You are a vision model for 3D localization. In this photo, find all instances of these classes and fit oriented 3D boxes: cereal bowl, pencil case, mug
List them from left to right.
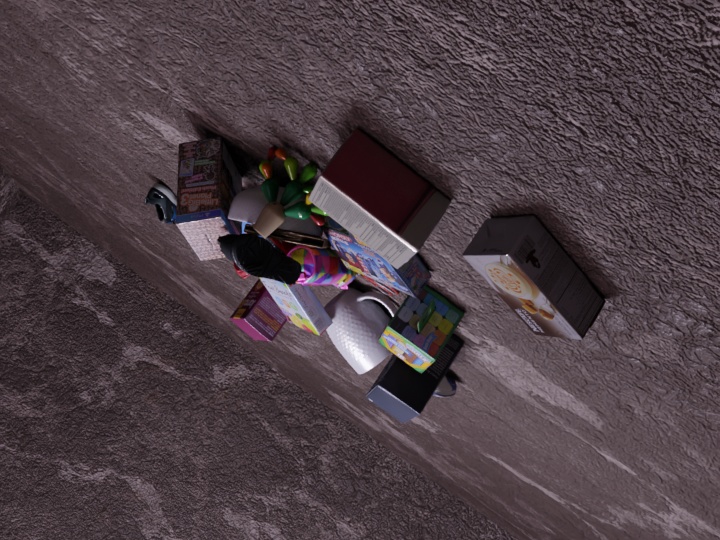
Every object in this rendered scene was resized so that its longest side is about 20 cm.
[{"bbox_3d":[-0.168,-0.127,1.681,0.197,0.085,0.200,10,-178,0],"label":"cereal bowl"},{"bbox_3d":[-0.079,-0.006,1.759,0.088,0.089,0.199,26,-171,29],"label":"pencil case"},{"bbox_3d":[0.010,0.124,1.976,0.176,0.148,0.199,50,130,-6],"label":"mug"}]

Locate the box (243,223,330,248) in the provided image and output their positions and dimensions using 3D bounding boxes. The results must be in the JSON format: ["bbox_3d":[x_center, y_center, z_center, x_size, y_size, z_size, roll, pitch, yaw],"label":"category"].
[{"bbox_3d":[-0.144,-0.069,1.687,0.161,0.022,0.200,11,-179,1],"label":"box"}]

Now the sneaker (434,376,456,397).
[{"bbox_3d":[0.168,0.250,2.069,0.197,0.117,0.080,12,180,-36],"label":"sneaker"}]

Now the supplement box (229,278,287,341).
[{"bbox_3d":[-0.239,0.081,2.204,0.103,0.201,0.130,42,160,-20],"label":"supplement box"}]

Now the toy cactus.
[{"bbox_3d":[-0.139,-0.133,1.551,0.199,0.166,0.102,38,174,19],"label":"toy cactus"}]

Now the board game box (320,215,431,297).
[{"bbox_3d":[0.018,-0.056,1.605,0.199,0.062,0.201,24,156,38],"label":"board game box"}]

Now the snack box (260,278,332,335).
[{"bbox_3d":[-0.163,0.052,1.929,0.141,0.053,0.201,15,142,53],"label":"snack box"}]

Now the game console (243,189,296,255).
[{"bbox_3d":[-0.250,-0.077,1.944,0.200,0.118,0.173,47,-167,-31],"label":"game console"}]

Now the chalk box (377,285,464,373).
[{"bbox_3d":[0.129,0.116,1.723,0.123,0.125,0.200,35,164,3],"label":"chalk box"}]

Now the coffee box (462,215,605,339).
[{"bbox_3d":[0.269,0.012,1.273,0.200,0.080,0.114,45,161,-24],"label":"coffee box"}]

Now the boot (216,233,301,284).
[{"bbox_3d":[-0.224,-0.037,1.630,0.161,0.074,0.197,23,178,39],"label":"boot"}]

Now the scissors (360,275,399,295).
[{"bbox_3d":[0.000,0.000,1.841,0.199,0.014,0.073,34,166,-2],"label":"scissors"}]

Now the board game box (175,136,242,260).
[{"bbox_3d":[-0.319,-0.151,1.753,0.095,0.203,0.160,-8,151,6],"label":"board game box"}]

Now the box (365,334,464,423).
[{"bbox_3d":[0.123,0.233,1.908,0.123,0.199,0.200,35,163,3],"label":"box"}]

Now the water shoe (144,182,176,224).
[{"bbox_3d":[-0.546,-0.165,2.365,0.071,0.079,0.200,17,154,45],"label":"water shoe"}]

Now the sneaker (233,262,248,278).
[{"bbox_3d":[-0.250,-0.014,2.125,0.199,0.116,0.079,19,156,44],"label":"sneaker"}]

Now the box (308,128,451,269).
[{"bbox_3d":[0.029,-0.116,1.358,0.199,0.109,0.128,37,162,-3],"label":"box"}]
